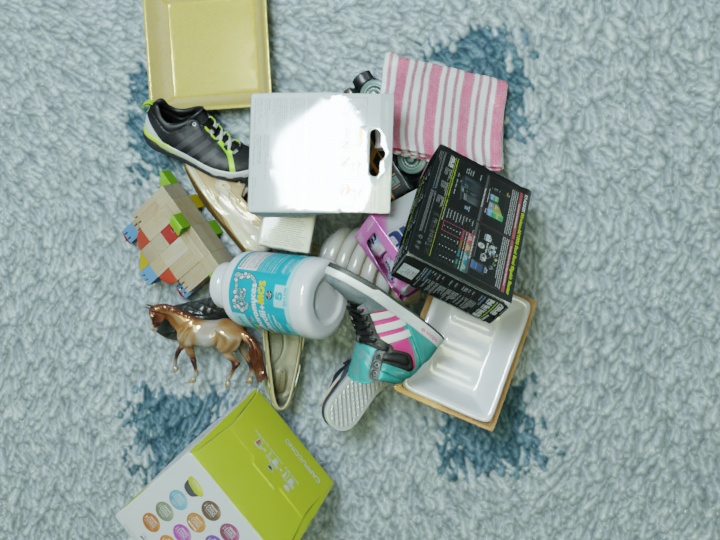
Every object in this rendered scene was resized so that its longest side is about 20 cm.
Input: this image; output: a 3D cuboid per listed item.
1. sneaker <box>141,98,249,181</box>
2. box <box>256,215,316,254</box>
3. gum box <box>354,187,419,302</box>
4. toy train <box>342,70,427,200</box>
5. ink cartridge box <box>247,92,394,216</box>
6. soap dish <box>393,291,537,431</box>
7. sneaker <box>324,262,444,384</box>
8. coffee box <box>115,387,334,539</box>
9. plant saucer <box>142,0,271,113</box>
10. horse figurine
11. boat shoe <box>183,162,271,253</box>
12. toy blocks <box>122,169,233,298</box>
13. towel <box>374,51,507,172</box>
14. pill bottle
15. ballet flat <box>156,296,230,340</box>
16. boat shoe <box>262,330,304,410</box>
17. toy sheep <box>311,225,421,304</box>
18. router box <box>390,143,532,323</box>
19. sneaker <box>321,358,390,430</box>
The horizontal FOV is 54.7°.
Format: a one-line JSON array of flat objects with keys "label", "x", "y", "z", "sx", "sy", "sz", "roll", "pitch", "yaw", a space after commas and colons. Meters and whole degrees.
[{"label": "sneaker", "x": -0.238, "y": -0.202, "z": 1.056, "sx": 0.197, "sy": 0.072, "sz": 0.084, "roll": 17, "pitch": 131, "yaw": -8}, {"label": "box", "x": -0.093, "y": -0.129, "z": 1.009, "sx": 0.081, "sy": 0.068, "sz": 0.204, "roll": 11, "pitch": 90, "yaw": -1}, {"label": "gum box", "x": 0.096, "y": -0.053, "z": 0.984, "sx": 0.199, "sy": 0.066, "sz": 0.114, "roll": -30, "pitch": 78, "yaw": -34}, {"label": "toy train", "x": 0.030, "y": -0.194, "z": 1.044, "sx": 0.113, "sy": 0.085, "sz": 0.202, "roll": -32, "pitch": 90, "yaw": 19}, {"label": "ink cartridge box", "x": -0.053, "y": -0.155, "z": 0.942, "sx": 0.196, "sy": 0.047, "sz": 0.163, "roll": 2, "pitch": 88, "yaw": 8}, {"label": "soap dish", "x": 0.154, "y": 0.112, "z": 1.030, "sx": 0.155, "sy": 0.081, "sz": 0.203, "roll": 21, "pitch": 81, "yaw": 5}, {"label": "sneaker", "x": 0.008, "y": 0.087, "z": 0.941, "sx": 0.199, "sy": 0.083, "sz": 0.122, "roll": 36, "pitch": 85, "yaw": -19}, {"label": "coffee box", "x": -0.194, "y": 0.340, "z": 1.037, "sx": 0.197, "sy": 0.200, "sz": 0.200, "roll": -41, "pitch": 90, "yaw": 25}, {"label": "plant saucer", "x": -0.231, "y": -0.348, "z": 1.080, "sx": 0.196, "sy": 0.048, "sz": 0.204, "roll": -2, "pitch": 94, "yaw": 8}, {"label": "horse figurine", "x": -0.232, "y": 0.118, "z": 1.087, "sx": 0.196, "sy": 0.050, "sz": 0.135, "roll": 8, "pitch": 114, "yaw": 10}, {"label": "boat shoe", "x": -0.200, "y": -0.105, "z": 1.091, "sx": 0.069, "sy": 0.074, "sz": 0.201, "roll": -37, "pitch": 81, "yaw": -13}, {"label": "toy blocks", "x": -0.300, "y": -0.034, "z": 1.104, "sx": 0.136, "sy": 0.100, "sz": 0.201, "roll": -37, "pitch": 89, "yaw": 21}, {"label": "towel", "x": 0.119, "y": -0.226, "z": 0.999, "sx": 0.196, "sy": 0.030, "sz": 0.149, "roll": 9, "pitch": 78, "yaw": -16}, {"label": "pill bottle", "x": -0.123, "y": 0.031, "z": 0.995, "sx": 0.197, "sy": 0.110, "sz": 0.113, "roll": 6, "pitch": 97, "yaw": 35}, {"label": "ballet flat", "x": -0.245, "y": 0.070, "z": 1.127, "sx": 0.196, "sy": 0.057, "sz": 0.067, "roll": -13, "pitch": 121, "yaw": 14}, {"label": "boat shoe", "x": -0.120, "y": 0.113, "z": 1.088, "sx": 0.072, "sy": 0.063, "sz": 0.205, "roll": 6, "pitch": 98, "yaw": -14}, {"label": "toy sheep", "x": 0.000, "y": 0.000, "z": 1.041, "sx": 0.197, "sy": 0.138, "sz": 0.140, "roll": 20, "pitch": 98, "yaw": 12}, {"label": "router box", "x": 0.137, "y": -0.052, "z": 0.921, "sx": 0.148, "sy": 0.062, "sz": 0.202, "roll": 25, "pitch": 55, "yaw": -7}, {"label": "sneaker", "x": 0.012, "y": 0.159, "z": 1.082, "sx": 0.200, "sy": 0.079, "sz": 0.079, "roll": -42, "pitch": 97, "yaw": -16}]
